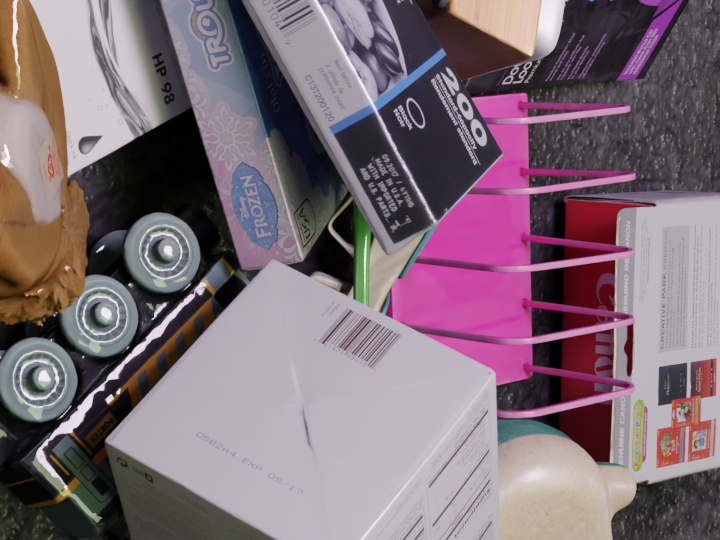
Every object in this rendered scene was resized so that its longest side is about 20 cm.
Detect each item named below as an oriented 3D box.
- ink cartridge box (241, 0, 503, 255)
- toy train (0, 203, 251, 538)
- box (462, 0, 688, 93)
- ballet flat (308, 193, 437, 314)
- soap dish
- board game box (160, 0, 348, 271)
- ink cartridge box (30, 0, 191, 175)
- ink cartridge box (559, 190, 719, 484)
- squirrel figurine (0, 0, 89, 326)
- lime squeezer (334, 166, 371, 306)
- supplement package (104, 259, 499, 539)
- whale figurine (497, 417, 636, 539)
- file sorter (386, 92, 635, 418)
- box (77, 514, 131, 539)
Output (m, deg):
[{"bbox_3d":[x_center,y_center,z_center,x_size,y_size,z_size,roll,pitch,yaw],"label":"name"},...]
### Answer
[{"bbox_3d":[0.008,-0.129,1.197,0.199,0.043,0.200,60,22,-8],"label":"ink cartridge box"},{"bbox_3d":[-0.134,0.055,1.193,0.114,0.085,0.200,49,62,-12],"label":"toy train"},{"bbox_3d":[0.154,-0.189,1.448,0.199,0.036,0.143,-9,137,-42],"label":"box"},{"bbox_3d":[0.000,0.000,1.342,0.069,0.069,0.201,17,104,-44],"label":"ballet flat"},{"bbox_3d":[0.066,-0.221,1.327,0.081,0.157,0.201,12,81,-26],"label":"soap dish"},{"bbox_3d":[-0.051,-0.131,1.236,0.199,0.043,0.201,-59,137,-61],"label":"board game box"},{"bbox_3d":[-0.151,-0.132,1.184,0.200,0.067,0.116,-34,117,-37],"label":"ink cartridge box"},{"bbox_3d":[0.200,0.045,1.528,0.175,0.084,0.201,-4,97,-49],"label":"ink cartridge box"},{"bbox_3d":[-0.236,-0.034,1.042,0.200,0.186,0.142,69,18,-63],"label":"squirrel figurine"},{"bbox_3d":[0.001,-0.069,1.259,0.038,0.071,0.201,10,52,-7],"label":"lime squeezer"},{"bbox_3d":[-0.024,0.134,1.175,0.151,0.151,0.200,-48,151,-30],"label":"supplement package"},{"bbox_3d":[0.108,0.175,1.382,0.159,0.104,0.200,-43,130,-1],"label":"whale figurine"},{"bbox_3d":[0.103,-0.012,1.405,0.139,0.125,0.201,-9,101,-43],"label":"file sorter"},{"bbox_3d":[-0.089,0.150,1.295,0.137,0.040,0.200,-55,128,-26],"label":"box"}]
